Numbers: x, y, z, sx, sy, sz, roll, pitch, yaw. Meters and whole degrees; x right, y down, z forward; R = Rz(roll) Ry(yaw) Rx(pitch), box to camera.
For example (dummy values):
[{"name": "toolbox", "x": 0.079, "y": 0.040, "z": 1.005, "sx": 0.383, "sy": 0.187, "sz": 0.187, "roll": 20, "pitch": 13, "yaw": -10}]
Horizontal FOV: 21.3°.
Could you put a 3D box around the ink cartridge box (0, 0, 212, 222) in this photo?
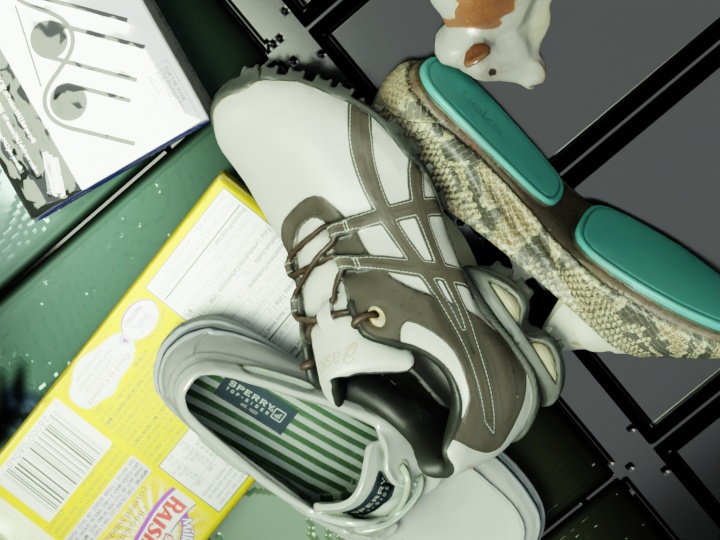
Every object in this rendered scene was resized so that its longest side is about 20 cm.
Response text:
[{"name": "ink cartridge box", "x": -0.153, "y": -0.132, "z": 0.849, "sx": 0.094, "sy": 0.044, "sz": 0.201, "roll": -29, "pitch": 96, "yaw": 5}]

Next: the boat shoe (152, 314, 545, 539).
[{"name": "boat shoe", "x": -0.004, "y": 0.091, "z": 0.847, "sx": 0.199, "sy": 0.067, "sz": 0.074, "roll": 25, "pitch": 102, "yaw": -14}]

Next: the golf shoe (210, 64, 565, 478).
[{"name": "golf shoe", "x": 0.000, "y": 0.000, "z": 0.813, "sx": 0.200, "sy": 0.094, "sz": 0.078, "roll": 46, "pitch": 135, "yaw": 1}]

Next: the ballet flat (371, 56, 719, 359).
[{"name": "ballet flat", "x": 0.081, "y": -0.011, "z": 0.853, "sx": 0.200, "sy": 0.068, "sz": 0.075, "roll": 38, "pitch": 120, "yaw": 3}]

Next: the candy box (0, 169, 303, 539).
[{"name": "candy box", "x": -0.086, "y": 0.062, "z": 0.884, "sx": 0.102, "sy": 0.026, "sz": 0.200, "roll": 38, "pitch": 98, "yaw": -9}]

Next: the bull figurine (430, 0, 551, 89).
[{"name": "bull figurine", "x": 0.064, "y": -0.181, "z": 0.821, "sx": 0.121, "sy": 0.065, "sz": 0.201, "roll": -21, "pitch": 98, "yaw": 3}]
